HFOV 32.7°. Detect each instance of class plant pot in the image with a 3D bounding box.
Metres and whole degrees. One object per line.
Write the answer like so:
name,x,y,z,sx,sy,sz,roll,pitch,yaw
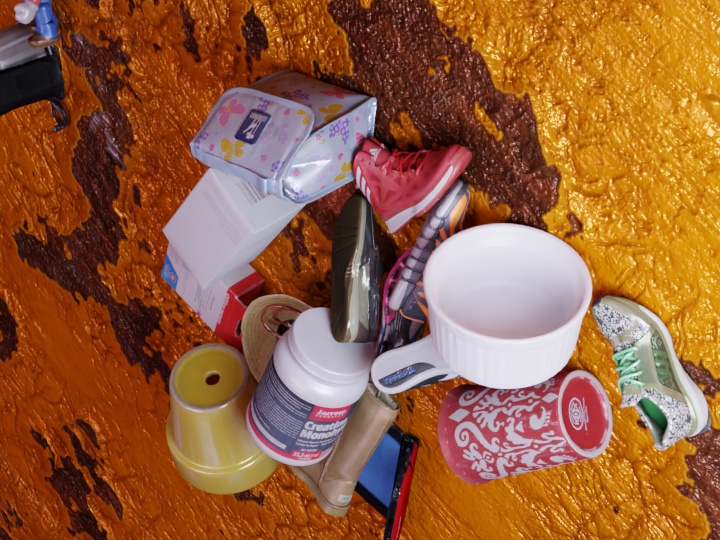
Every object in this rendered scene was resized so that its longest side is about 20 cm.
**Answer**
plant pot,-0.224,0.224,1.968,0.200,0.201,0.190,32,150,28

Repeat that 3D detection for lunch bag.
lunch bag,-0.098,-0.174,1.600,0.168,0.199,0.129,24,132,35

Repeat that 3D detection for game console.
game console,0.018,0.333,1.887,0.117,0.173,0.202,14,130,8

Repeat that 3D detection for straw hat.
straw hat,-0.080,0.105,1.852,0.198,0.085,0.204,13,123,21

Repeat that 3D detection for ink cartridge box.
ink cartridge box,-0.227,0.025,1.976,0.200,0.067,0.117,44,140,17

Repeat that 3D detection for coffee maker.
coffee maker,-0.606,-0.303,2.058,0.134,0.199,0.194,-24,97,52

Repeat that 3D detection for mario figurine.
mario figurine,-0.538,-0.462,1.957,0.123,0.106,0.202,27,134,35

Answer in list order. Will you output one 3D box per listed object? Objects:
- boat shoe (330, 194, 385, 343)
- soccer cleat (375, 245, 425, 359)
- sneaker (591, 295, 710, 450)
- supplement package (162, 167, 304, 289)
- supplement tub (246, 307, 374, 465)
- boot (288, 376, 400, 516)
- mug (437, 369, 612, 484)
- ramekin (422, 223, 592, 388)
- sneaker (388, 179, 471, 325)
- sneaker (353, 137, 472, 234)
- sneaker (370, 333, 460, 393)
boat shoe,0.000,0.000,1.686,0.071,0.065,0.204,-9,74,58
soccer cleat,0.062,0.053,1.688,0.069,0.086,0.203,17,108,7
sneaker,0.327,0.121,1.429,0.201,0.088,0.077,55,142,4
supplement package,-0.190,-0.080,1.828,0.118,0.116,0.200,53,141,4
supplement tub,-0.071,0.166,1.737,0.140,0.140,0.201,42,131,18
boot,-0.027,0.243,1.859,0.175,0.066,0.202,43,117,43
mug,0.203,0.179,1.573,0.199,0.133,0.179,-18,103,47
ramekin,0.173,0.045,1.466,0.199,0.200,0.099,30,143,30
sneaker,0.122,-0.014,1.581,0.111,0.078,0.202,25,119,0
sneaker,0.051,-0.128,1.550,0.115,0.078,0.200,44,143,-3
sneaker,0.116,0.106,1.603,0.197,0.112,0.074,-16,86,13
